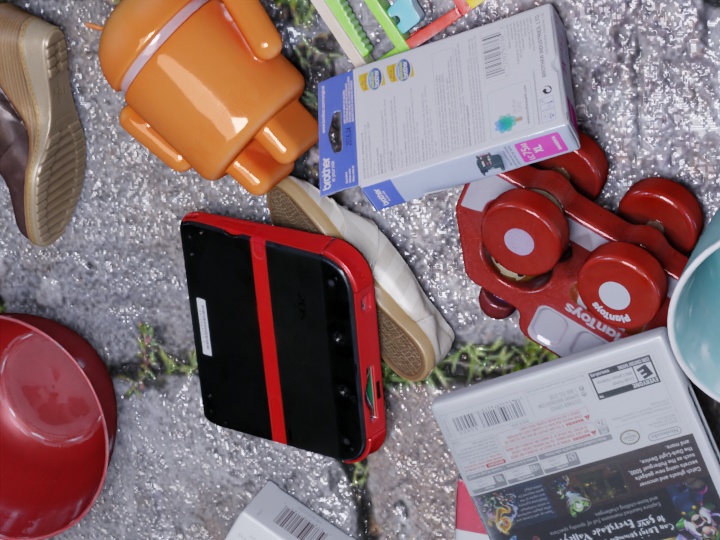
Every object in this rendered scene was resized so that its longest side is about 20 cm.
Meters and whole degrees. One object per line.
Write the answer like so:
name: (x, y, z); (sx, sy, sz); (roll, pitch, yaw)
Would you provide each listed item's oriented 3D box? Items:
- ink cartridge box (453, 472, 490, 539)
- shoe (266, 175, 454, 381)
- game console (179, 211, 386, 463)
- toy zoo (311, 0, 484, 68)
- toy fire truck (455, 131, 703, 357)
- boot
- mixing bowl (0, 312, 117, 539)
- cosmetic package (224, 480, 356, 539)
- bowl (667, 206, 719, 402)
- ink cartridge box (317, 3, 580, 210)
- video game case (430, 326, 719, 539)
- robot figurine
ink cartridge box: (0.151, 0.256, 1.770); (0.144, 0.083, 0.202); (8, 110, 16)
shoe: (0.000, 0.000, 1.762); (0.200, 0.053, 0.070); (50, 145, 3)
game console: (-0.063, 0.055, 1.780); (0.176, 0.031, 0.202); (14, 123, 31)
toy zoo: (0.046, -0.251, 1.675); (0.199, 0.020, 0.132); (-32, 95, 26)
toy fire truck: (0.159, 0.000, 1.679); (0.199, 0.112, 0.169); (29, 134, 7)
boot: (-0.315, -0.129, 1.828); (0.165, 0.072, 0.202); (12, 113, 28)
mixing bowl: (-0.284, 0.116, 1.862); (0.198, 0.108, 0.202); (6, 109, 16)
cosmetic package: (-0.093, 0.293, 1.874); (0.101, 0.071, 0.201); (34, 115, 6)
bowl: (0.324, 0.006, 1.596); (0.199, 0.106, 0.202); (4, 131, 5)
ink cartridge box: (0.064, -0.119, 1.655); (0.198, 0.120, 0.042); (-15, 143, 16)
video game case: (0.175, 0.152, 1.661); (0.199, 0.023, 0.183); (-19, 103, 26)
robot figurine: (-0.122, -0.153, 1.715); (0.200, 0.117, 0.144); (44, 160, 1)
